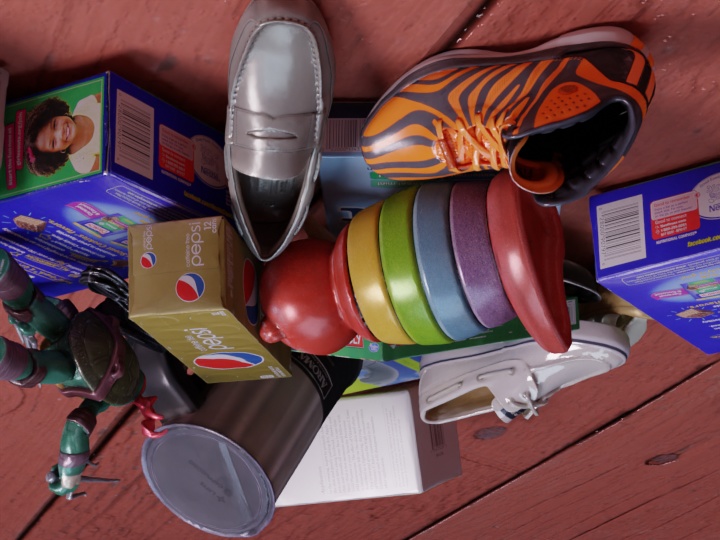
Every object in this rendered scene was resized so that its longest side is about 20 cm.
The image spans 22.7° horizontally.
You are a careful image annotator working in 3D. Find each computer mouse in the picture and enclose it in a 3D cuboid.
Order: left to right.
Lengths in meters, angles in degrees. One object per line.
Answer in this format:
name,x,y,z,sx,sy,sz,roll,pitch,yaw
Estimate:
computer mouse,-0.160,0.020,1.255,0.058,0.034,0.200,25,169,6

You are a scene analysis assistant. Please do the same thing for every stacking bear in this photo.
stacking bear,0.027,0.003,1.192,0.199,0.122,0.114,-14,142,18

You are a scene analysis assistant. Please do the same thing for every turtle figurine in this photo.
turtle figurine,-0.208,0.065,1.246,0.100,0.150,0.200,-29,146,10

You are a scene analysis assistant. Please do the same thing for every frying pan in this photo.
frying pan,0.100,-0.001,1.428,0.189,0.031,0.115,10,171,17

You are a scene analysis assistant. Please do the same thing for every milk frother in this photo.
milk frother,-0.129,0.113,1.486,0.180,0.188,0.200,40,133,-5

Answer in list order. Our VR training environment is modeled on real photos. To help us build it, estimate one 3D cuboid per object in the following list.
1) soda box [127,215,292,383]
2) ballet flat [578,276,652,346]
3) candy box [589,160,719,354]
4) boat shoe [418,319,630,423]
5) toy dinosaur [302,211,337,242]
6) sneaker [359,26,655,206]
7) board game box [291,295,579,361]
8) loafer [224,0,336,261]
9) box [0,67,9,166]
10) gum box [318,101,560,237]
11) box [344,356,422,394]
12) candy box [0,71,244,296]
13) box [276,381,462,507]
soda box,-0.100,0.024,1.227,0.067,0.064,0.200,-5,163,9
ballet flat,0.195,0.045,1.496,0.068,0.063,0.200,-3,160,-20
candy box,0.291,-0.011,1.342,0.168,0.078,0.200,-14,152,31
boat shoe,0.130,0.091,1.468,0.199,0.070,0.071,-11,147,34
toy dinosaur,0.000,0.000,1.288,0.100,0.059,0.200,-1,158,15
sneaker,0.081,-0.084,1.099,0.199,0.112,0.078,-18,119,25
board game box,0.052,0.041,1.388,0.199,0.029,0.134,-7,-173,-38
loafer,-0.051,-0.088,1.128,0.069,0.070,0.201,2,140,-1
box,-0.336,-0.076,1.154,0.199,0.113,0.101,-13,156,31
gum box,0.058,-0.057,1.278,0.169,0.045,0.200,0,159,2
box,0.019,0.060,1.568,0.199,0.048,0.122,-15,154,35
candy box,-0.196,-0.053,1.232,0.199,0.078,0.169,-13,157,29
box,-0.019,0.166,1.715,0.199,0.098,0.124,-8,179,22
